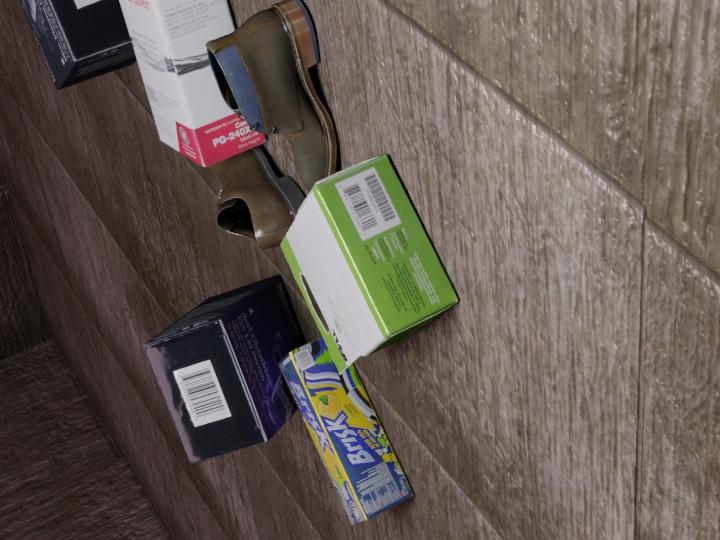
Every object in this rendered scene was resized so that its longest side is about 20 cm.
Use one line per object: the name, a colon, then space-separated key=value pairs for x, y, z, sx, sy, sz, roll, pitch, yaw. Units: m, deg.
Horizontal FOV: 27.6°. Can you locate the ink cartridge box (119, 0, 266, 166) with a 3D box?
ink cartridge box: x=-0.186 y=-0.231 z=1.577 sx=0.145 sy=0.083 sz=0.202 roll=34 pitch=142 yaw=59

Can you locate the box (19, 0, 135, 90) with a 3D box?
box: x=-0.363 y=-0.355 z=1.873 sx=0.199 sy=0.116 sz=0.200 roll=68 pitch=163 yaw=-3

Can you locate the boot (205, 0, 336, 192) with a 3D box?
boot: x=-0.084 y=-0.148 z=1.372 sx=0.075 sy=0.096 sz=0.202 roll=40 pitch=148 yaw=52

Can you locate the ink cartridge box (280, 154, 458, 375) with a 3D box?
ink cartridge box: x=0.000 y=0.000 z=1.353 sx=0.149 sy=0.075 sz=0.200 roll=64 pitch=162 yaw=7

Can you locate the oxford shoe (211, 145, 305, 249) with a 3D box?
oxford shoe: x=-0.129 y=-0.086 z=1.594 sx=0.200 sy=0.084 sz=0.073 roll=44 pitch=153 yaw=52

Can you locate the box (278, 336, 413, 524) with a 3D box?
box: x=-0.018 y=0.174 z=1.622 sx=0.202 sy=0.064 sz=0.070 roll=65 pitch=161 yaw=7

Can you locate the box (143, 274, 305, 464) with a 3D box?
box: x=-0.142 y=0.108 z=1.675 sx=0.150 sy=0.103 sz=0.200 roll=69 pitch=-159 yaw=-9
